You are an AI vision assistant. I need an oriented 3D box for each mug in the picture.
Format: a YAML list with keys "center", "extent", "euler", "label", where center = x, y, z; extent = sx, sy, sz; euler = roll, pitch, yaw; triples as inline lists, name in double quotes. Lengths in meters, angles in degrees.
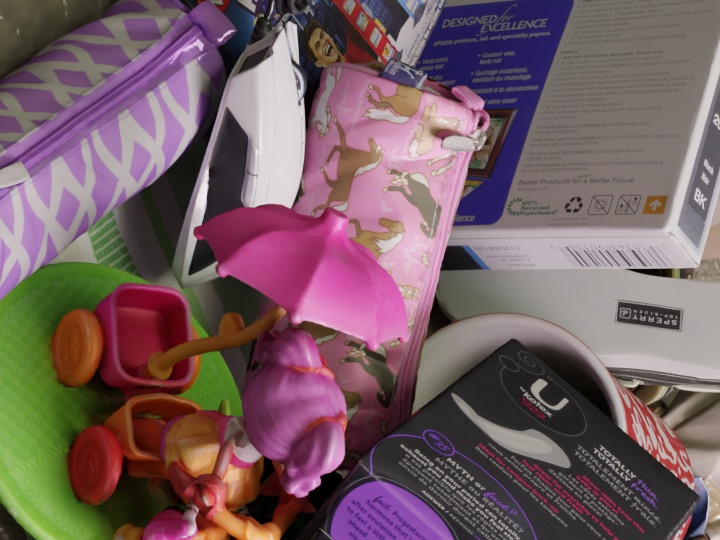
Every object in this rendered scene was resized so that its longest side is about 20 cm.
- center: [0.085, 0.119, 1.318]
  extent: [0.133, 0.177, 0.200]
  euler: [53, 10, 22]
  label: "mug"

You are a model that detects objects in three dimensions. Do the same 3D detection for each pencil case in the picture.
- center: [-0.140, -0.055, 1.108]
  extent: [0.084, 0.086, 0.200]
  euler: [43, 44, 3]
  label: "pencil case"
- center: [0.000, 0.000, 1.194]
  extent: [0.083, 0.087, 0.200]
  euler: [15, 89, -22]
  label: "pencil case"

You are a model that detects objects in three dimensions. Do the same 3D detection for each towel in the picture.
- center: [-0.107, 0.043, 1.183]
  extent: [0.200, 0.023, 0.153]
  euler: [-42, 116, -44]
  label: "towel"

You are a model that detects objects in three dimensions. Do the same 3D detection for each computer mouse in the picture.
- center: [-0.039, -0.078, 1.156]
  extent: [0.110, 0.044, 0.200]
  euler: [-66, 175, -66]
  label: "computer mouse"

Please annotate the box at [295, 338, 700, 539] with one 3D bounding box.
- center: [0.051, 0.128, 1.101]
  extent: [0.122, 0.106, 0.200]
  euler: [41, 26, 9]
  label: "box"

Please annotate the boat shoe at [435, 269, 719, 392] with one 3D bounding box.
- center: [0.137, 0.032, 1.378]
  extent: [0.064, 0.200, 0.071]
  euler: [87, 18, -68]
  label: "boat shoe"

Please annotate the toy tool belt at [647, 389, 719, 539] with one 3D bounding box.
- center: [0.215, 0.167, 1.500]
  extent: [0.123, 0.125, 0.200]
  euler: [-31, 108, -14]
  label: "toy tool belt"

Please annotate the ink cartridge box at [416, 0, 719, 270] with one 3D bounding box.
- center: [0.108, -0.092, 1.322]
  extent: [0.043, 0.198, 0.200]
  euler: [46, 53, -44]
  label: "ink cartridge box"

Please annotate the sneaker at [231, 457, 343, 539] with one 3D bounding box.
- center: [-0.071, 0.152, 1.182]
  extent: [0.078, 0.085, 0.200]
  euler: [38, 44, 16]
  label: "sneaker"

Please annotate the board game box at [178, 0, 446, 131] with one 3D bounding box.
- center: [-0.042, -0.174, 1.258]
  extent: [0.200, 0.062, 0.200]
  euler: [49, 51, -33]
  label: "board game box"

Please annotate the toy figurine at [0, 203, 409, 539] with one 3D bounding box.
- center: [-0.057, 0.055, 1.046]
  extent: [0.150, 0.184, 0.200]
  euler: [8, 63, -37]
  label: "toy figurine"

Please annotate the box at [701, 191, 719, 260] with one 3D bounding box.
- center: [0.156, -0.059, 1.371]
  extent: [0.078, 0.200, 0.095]
  euler: [38, 58, -40]
  label: "box"

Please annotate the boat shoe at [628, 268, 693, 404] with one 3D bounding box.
- center: [0.175, -0.018, 1.490]
  extent: [0.066, 0.072, 0.201]
  euler: [5, 77, -44]
  label: "boat shoe"
